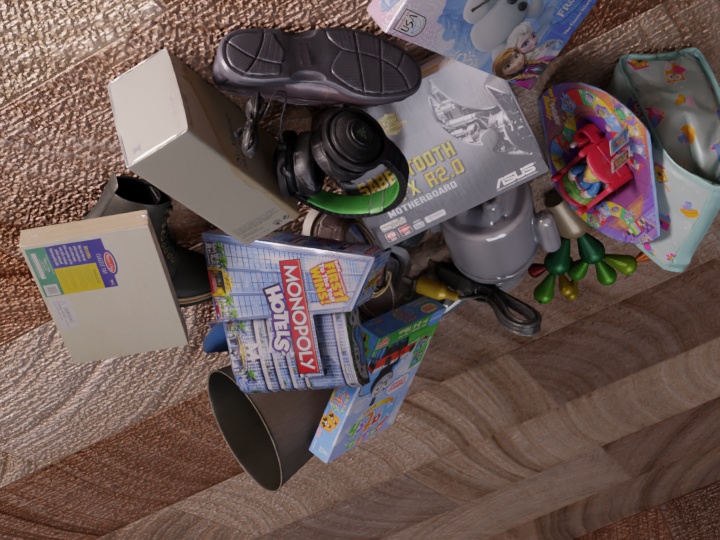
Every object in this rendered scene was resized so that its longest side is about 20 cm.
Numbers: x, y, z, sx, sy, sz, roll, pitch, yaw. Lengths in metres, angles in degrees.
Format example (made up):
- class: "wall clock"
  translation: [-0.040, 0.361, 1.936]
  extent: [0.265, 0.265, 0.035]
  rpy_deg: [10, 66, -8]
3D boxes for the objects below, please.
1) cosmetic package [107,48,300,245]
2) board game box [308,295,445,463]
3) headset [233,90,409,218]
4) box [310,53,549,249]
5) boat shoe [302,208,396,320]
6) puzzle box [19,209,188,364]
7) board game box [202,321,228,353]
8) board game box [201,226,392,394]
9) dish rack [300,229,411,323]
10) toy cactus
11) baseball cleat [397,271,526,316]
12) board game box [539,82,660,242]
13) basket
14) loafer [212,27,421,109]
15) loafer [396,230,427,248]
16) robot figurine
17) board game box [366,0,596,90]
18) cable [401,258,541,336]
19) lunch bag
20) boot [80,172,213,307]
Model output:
- class: "cosmetic package"
  translation: [-0.147, -0.114, 1.077]
  extent: [0.073, 0.104, 0.200]
  rpy_deg: [-28, 151, 16]
- class: "board game box"
  translation: [0.021, 0.136, 1.410]
  extent: [0.151, 0.037, 0.200]
  rpy_deg: [-22, 141, -51]
- class: "headset"
  translation: [-0.039, -0.101, 1.067]
  extent: [0.123, 0.094, 0.200]
  rpy_deg: [-16, 141, 35]
- class: "box"
  translation: [0.072, -0.131, 1.152]
  extent: [0.200, 0.048, 0.158]
  rpy_deg: [-25, 120, 12]
- class: "boat shoe"
  translation: [0.000, 0.000, 1.316]
  extent: [0.072, 0.059, 0.200]
  rpy_deg: [-50, 138, -19]
- class: "puzzle box"
  translation: [-0.268, 0.021, 1.191]
  extent: [0.133, 0.025, 0.200]
  rpy_deg: [-9, 138, -2]
- class: "board game box"
  translation: [-0.112, 0.049, 1.435]
  extent: [0.200, 0.039, 0.158]
  rpy_deg: [-2, 150, -45]
- class: "board game box"
  translation: [-0.059, 0.040, 1.233]
  extent: [0.200, 0.200, 0.062]
  rpy_deg: [-6, -170, 22]
- class: "dish rack"
  translation: [-0.033, 0.027, 1.374]
  extent: [0.200, 0.044, 0.172]
  rpy_deg: [22, 92, -49]
- class: "toy cactus"
  translation: [0.294, -0.047, 1.458]
  extent: [0.200, 0.102, 0.165]
  rpy_deg: [-32, 124, 14]
- class: "baseball cleat"
  translation: [0.147, 0.024, 1.505]
  extent: [0.200, 0.070, 0.106]
  rpy_deg: [-30, 148, 22]
- class: "board game box"
  translation: [0.247, -0.107, 1.214]
  extent: [0.039, 0.158, 0.200]
  rpy_deg: [-35, 130, -22]
- class: "basket"
  translation: [-0.077, 0.162, 1.474]
  extent: [0.200, 0.181, 0.136]
  rpy_deg: [-32, -161, -32]
- class: "loafer"
  translation: [-0.043, -0.189, 1.058]
  extent: [0.200, 0.072, 0.063]
  rpy_deg: [2, 163, -21]
- class: "loafer"
  translation: [0.052, -0.089, 1.263]
  extent: [0.072, 0.073, 0.200]
  rpy_deg: [-1, 145, -20]
- class: "robot figurine"
  translation: [0.154, -0.056, 1.328]
  extent: [0.169, 0.113, 0.200]
  rpy_deg: [14, 158, 20]
- class: "board game box"
  translation: [0.137, -0.272, 0.980]
  extent: [0.199, 0.043, 0.200]
  rpy_deg: [11, 125, -40]
- class: "cable"
  translation: [0.152, 0.034, 1.391]
  extent: [0.097, 0.200, 0.050]
  rpy_deg: [-19, 130, -43]
- class: "lunch bag"
  translation: [0.343, -0.119, 1.240]
  extent: [0.122, 0.200, 0.170]
  rpy_deg: [-10, 149, -14]
- class: "boot"
  translation: [-0.211, -0.032, 1.214]
  extent: [0.200, 0.078, 0.138]
  rpy_deg: [8, 137, -39]
